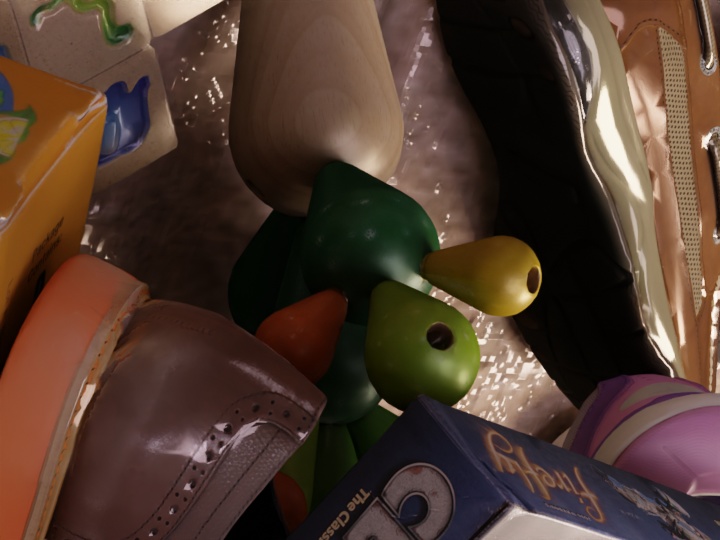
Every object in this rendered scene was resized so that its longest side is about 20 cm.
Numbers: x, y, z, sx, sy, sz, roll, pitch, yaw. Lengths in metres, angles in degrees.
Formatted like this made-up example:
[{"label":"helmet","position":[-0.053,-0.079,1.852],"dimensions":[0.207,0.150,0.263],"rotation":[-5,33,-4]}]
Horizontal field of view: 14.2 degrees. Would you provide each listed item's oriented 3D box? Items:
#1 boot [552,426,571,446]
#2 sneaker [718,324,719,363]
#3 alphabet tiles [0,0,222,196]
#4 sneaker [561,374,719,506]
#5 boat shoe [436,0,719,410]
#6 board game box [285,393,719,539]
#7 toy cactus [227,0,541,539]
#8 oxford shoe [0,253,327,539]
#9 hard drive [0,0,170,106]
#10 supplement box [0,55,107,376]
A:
[{"label":"boot","position":[0.098,0.145,0.959],"dimensions":[0.073,0.090,0.200],"rotation":[-24,132,-26]},{"label":"sneaker","position":[0.195,-0.041,0.913],"dimensions":[0.200,0.075,0.106],"rotation":[-22,140,-27]},{"label":"alphabet tiles","position":[-0.113,-0.062,0.655],"dimensions":[0.200,0.008,0.167],"rotation":[-32,134,-21]},{"label":"sneaker","position":[0.082,0.115,0.821],"dimensions":[0.080,0.088,0.201],"rotation":[0,111,-12]},{"label":"boat shoe","position":[0.082,-0.028,0.837],"dimensions":[0.074,0.076,0.200],"rotation":[-36,137,-20]},{"label":"board game box","position":[0.029,0.106,0.679],"dimensions":[0.136,0.035,0.200],"rotation":[-48,147,13]},{"label":"toy cactus","position":[0.000,0.000,0.741],"dimensions":[0.102,0.200,0.166],"rotation":[-4,86,-3]},{"label":"oxford shoe","position":[-0.055,0.090,0.663],"dimensions":[0.071,0.073,0.200],"rotation":[-62,170,-47]},{"label":"hard drive","position":[-0.123,-0.040,0.687],"dimensions":[0.132,0.026,0.200],"rotation":[22,103,-47]},{"label":"supplement box","position":[-0.113,0.045,0.662],"dimensions":[0.067,0.069,0.200],"rotation":[-62,172,-57]}]
